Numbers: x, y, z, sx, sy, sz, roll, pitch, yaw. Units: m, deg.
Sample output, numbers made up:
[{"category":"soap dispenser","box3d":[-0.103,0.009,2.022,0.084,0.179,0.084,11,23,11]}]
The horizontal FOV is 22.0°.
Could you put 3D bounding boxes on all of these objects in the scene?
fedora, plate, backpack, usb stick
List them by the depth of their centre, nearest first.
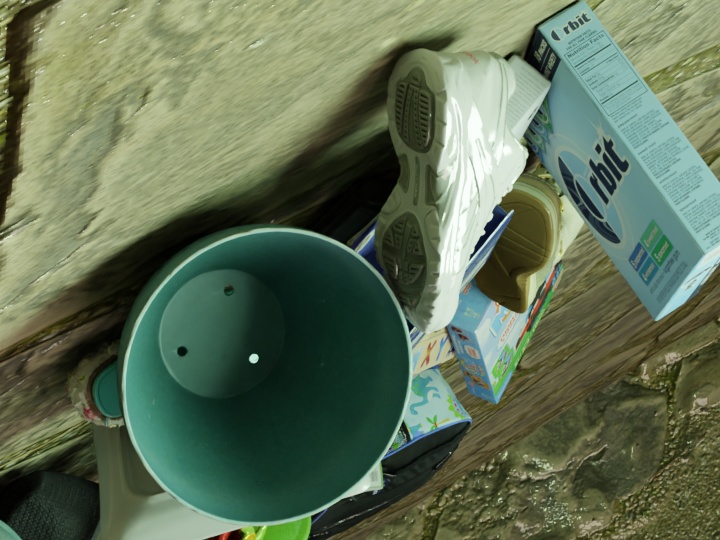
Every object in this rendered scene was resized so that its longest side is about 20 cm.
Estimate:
[{"category":"plate","box3d":[-0.105,0.118,1.377,0.198,0.201,0.033,-17,124,0]},{"category":"usb stick","box3d":[-0.042,-0.004,1.424,0.200,0.033,0.055,-43,165,35]},{"category":"fedora","box3d":[-0.266,0.230,1.524,0.201,0.091,0.201,-52,-162,24]},{"category":"backpack","box3d":[0.003,0.166,1.904,0.199,0.148,0.183,-23,163,-28]}]

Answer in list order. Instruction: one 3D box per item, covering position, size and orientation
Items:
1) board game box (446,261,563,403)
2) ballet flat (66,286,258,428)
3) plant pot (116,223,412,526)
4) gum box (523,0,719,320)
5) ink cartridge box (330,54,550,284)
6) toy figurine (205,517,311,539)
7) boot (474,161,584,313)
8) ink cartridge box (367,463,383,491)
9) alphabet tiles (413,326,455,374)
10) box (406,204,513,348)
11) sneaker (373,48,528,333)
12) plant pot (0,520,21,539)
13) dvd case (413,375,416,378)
[{"category":"board game box","box3d":[0.136,0.022,1.716,0.152,0.036,0.200,-61,160,-15]},{"category":"ballet flat","box3d":[-0.134,0.055,1.374,0.199,0.076,0.064,-21,-166,-32]},{"category":"plant pot","box3d":[-0.079,0.058,1.275,0.199,0.201,0.135,-32,-160,-10]},{"category":"gum box","box3d":[0.190,-0.076,1.358,0.044,0.201,0.170,-31,168,-11]},{"category":"ink cartridge box","box3d":[0.049,-0.040,1.370,0.200,0.041,0.200,-49,174,-22]},{"category":"toy figurine","box3d":[-0.123,0.155,1.538,0.200,0.149,0.185,-38,145,-43]},{"category":"boot","box3d":[0.159,-0.066,1.539,0.155,0.072,0.200,-54,167,-20]},{"category":"ink cartridge box","box3d":[-0.088,0.186,1.719,0.198,0.060,0.104,-9,172,16]},{"category":"alphabet tiles","box3d":[0.098,0.006,1.658,0.200,0.008,0.168,-14,126,-67]},{"category":"box","box3d":[0.057,0.009,1.380,0.121,0.032,0.200,-49,176,-10]},{"category":"sneaker","box3d":[0.069,-0.051,1.221,0.099,0.078,0.201,-13,124,-32]},{"category":"plant pot","box3d":[-0.319,0.259,1.399,0.200,0.201,0.134,-37,-170,16]},{"category":"dvd case","box3d":[0.020,0.085,1.683,0.150,0.025,0.200,-42,166,12]}]
